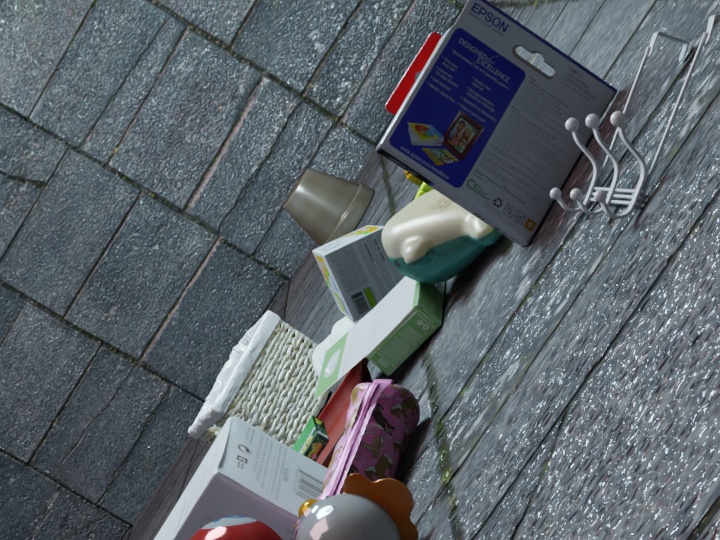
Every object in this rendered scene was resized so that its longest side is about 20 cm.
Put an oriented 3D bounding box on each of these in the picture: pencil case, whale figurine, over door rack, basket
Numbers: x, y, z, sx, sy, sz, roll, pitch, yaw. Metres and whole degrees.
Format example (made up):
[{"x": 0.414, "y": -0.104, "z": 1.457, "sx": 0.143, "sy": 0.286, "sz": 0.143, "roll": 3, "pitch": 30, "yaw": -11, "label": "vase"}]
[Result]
[{"x": 0.000, "y": 0.205, "z": 1.168, "sx": 0.087, "sy": 0.083, "sz": 0.200, "roll": -52, "pitch": 9, "yaw": 45, "label": "pencil case"}, {"x": 0.118, "y": -0.040, "z": 1.395, "sx": 0.159, "sy": 0.104, "sz": 0.200, "roll": -40, "pitch": 21, "yaw": -31, "label": "whale figurine"}, {"x": 0.246, "y": -0.144, "z": 1.027, "sx": 0.200, "sy": 0.067, "sz": 0.148, "roll": -58, "pitch": 8, "yaw": 2, "label": "over door rack"}, {"x": -0.155, "y": 0.205, "z": 1.862, "sx": 0.200, "sy": 0.161, "sz": 0.198, "roll": -63, "pitch": 9, "yaw": -27, "label": "basket"}]

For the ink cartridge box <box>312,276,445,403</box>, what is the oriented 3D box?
[{"x": 0.026, "y": 0.089, "z": 1.481, "sx": 0.200, "sy": 0.048, "sz": 0.146, "roll": -46, "pitch": 12, "yaw": 22, "label": "ink cartridge box"}]

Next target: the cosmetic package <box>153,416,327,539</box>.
[{"x": -0.135, "y": 0.312, "z": 1.297, "sx": 0.200, "sy": 0.166, "sz": 0.167, "roll": -58, "pitch": 8, "yaw": 12, "label": "cosmetic package"}]

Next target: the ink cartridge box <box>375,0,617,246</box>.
[{"x": 0.148, "y": -0.163, "z": 1.238, "sx": 0.200, "sy": 0.197, "sz": 0.047, "roll": -59, "pitch": 8, "yaw": -10, "label": "ink cartridge box"}]

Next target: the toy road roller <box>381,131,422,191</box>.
[{"x": 0.119, "y": -0.210, "z": 1.790, "sx": 0.123, "sy": 0.146, "sz": 0.200, "roll": -52, "pitch": 10, "yaw": 37, "label": "toy road roller"}]

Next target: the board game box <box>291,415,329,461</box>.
[{"x": -0.103, "y": 0.286, "z": 1.461, "sx": 0.200, "sy": 0.023, "sz": 0.105, "roll": -59, "pitch": 6, "yaw": 2, "label": "board game box"}]

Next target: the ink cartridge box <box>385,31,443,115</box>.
[{"x": 0.141, "y": -0.182, "z": 1.341, "sx": 0.116, "sy": 0.200, "sz": 0.067, "roll": -57, "pitch": 8, "yaw": 10, "label": "ink cartridge box"}]

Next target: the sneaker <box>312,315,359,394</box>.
[{"x": -0.011, "y": 0.107, "z": 1.699, "sx": 0.088, "sy": 0.075, "sz": 0.200, "roll": -41, "pitch": 14, "yaw": 26, "label": "sneaker"}]

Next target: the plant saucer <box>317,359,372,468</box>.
[{"x": -0.038, "y": 0.228, "z": 1.493, "sx": 0.200, "sy": 0.037, "sz": 0.200, "roll": -57, "pitch": 7, "yaw": 11, "label": "plant saucer"}]

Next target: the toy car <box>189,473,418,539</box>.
[{"x": -0.042, "y": 0.252, "z": 1.011, "sx": 0.200, "sy": 0.177, "sz": 0.184, "roll": -46, "pitch": -5, "yaw": -6, "label": "toy car"}]

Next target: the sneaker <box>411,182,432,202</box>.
[{"x": 0.107, "y": -0.099, "z": 1.706, "sx": 0.200, "sy": 0.074, "sz": 0.084, "roll": -54, "pitch": 13, "yaw": 31, "label": "sneaker"}]

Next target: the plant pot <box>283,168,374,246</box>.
[{"x": -0.089, "y": -0.162, "z": 2.829, "sx": 0.200, "sy": 0.173, "sz": 0.200, "roll": -55, "pitch": 8, "yaw": 12, "label": "plant pot"}]

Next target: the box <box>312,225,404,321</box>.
[{"x": 0.000, "y": 0.000, "z": 1.737, "sx": 0.101, "sy": 0.113, "sz": 0.200, "roll": -25, "pitch": 5, "yaw": -5, "label": "box"}]
